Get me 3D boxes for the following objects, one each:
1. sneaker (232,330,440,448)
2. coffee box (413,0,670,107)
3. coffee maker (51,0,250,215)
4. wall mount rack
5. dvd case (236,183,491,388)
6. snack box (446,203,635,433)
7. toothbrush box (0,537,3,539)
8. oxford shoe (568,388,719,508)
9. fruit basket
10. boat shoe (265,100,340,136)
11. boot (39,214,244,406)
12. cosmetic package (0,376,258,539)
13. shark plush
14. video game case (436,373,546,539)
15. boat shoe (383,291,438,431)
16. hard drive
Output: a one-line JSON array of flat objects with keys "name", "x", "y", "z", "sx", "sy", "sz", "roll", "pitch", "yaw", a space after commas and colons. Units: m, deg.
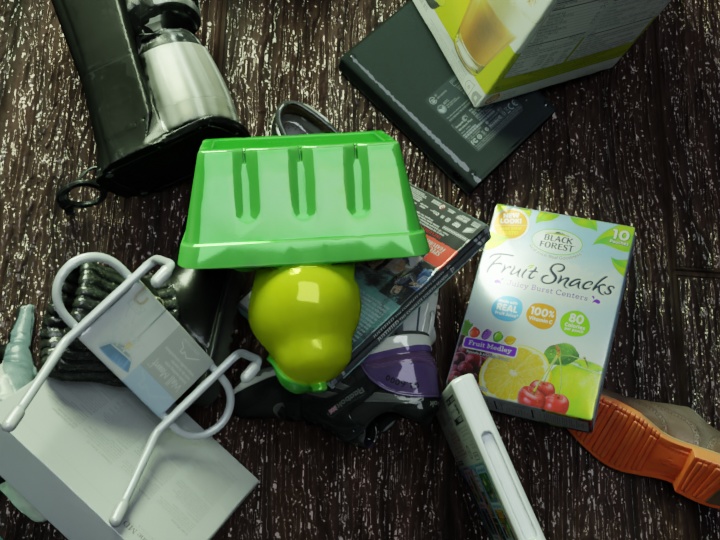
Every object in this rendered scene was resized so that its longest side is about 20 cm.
[{"name": "sneaker", "x": -0.026, "y": 0.120, "z": 0.848, "sx": 0.200, "sy": 0.076, "sz": 0.088, "roll": -17, "pitch": 71, "yaw": 20}, {"name": "coffee box", "x": 0.187, "y": -0.321, "z": 0.972, "sx": 0.200, "sy": 0.198, "sz": 0.200, "roll": -20, "pitch": 73, "yaw": -26}, {"name": "coffee maker", "x": -0.225, "y": -0.186, "z": 0.915, "sx": 0.192, "sy": 0.135, "sz": 0.200, "roll": -17, "pitch": 76, "yaw": -14}, {"name": "wall mount rack", "x": -0.180, "y": 0.089, "z": 0.753, "sx": 0.174, "sy": 0.075, "sz": 0.200, "roll": -46, "pitch": 117, "yaw": -15}, {"name": "dvd case", "x": 0.000, "y": 0.000, "z": 0.864, "sx": 0.200, "sy": 0.022, "sz": 0.146, "roll": -42, "pitch": 47, "yaw": -17}, {"name": "snack box", "x": 0.178, "y": 0.043, "z": 0.932, "sx": 0.142, "sy": 0.053, "sz": 0.200, "roll": 12, "pitch": 70, "yaw": 18}, {"name": "toothbrush box", "x": -0.387, "y": 0.237, "z": 0.780, "sx": 0.146, "sy": 0.085, "sz": 0.200, "roll": -40, "pitch": 84, "yaw": -17}, {"name": "oxford shoe", "x": 0.287, "y": 0.161, "z": 0.943, "sx": 0.200, "sy": 0.071, "sz": 0.073, "roll": 29, "pitch": 38, "yaw": 7}, {"name": "fruit basket", "x": -0.047, "y": -0.009, "z": 0.792, "sx": 0.215, "sy": 0.156, "sz": 0.216, "roll": -2, "pitch": 104, "yaw": -6}, {"name": "boat shoe", "x": -0.017, "y": -0.091, "z": 0.960, "sx": 0.074, "sy": 0.060, "sz": 0.200, "roll": -38, "pitch": 83, "yaw": -20}, {"name": "boot", "x": -0.190, "y": 0.010, "z": 0.849, "sx": 0.158, "sy": 0.079, "sz": 0.211, "roll": 20, "pitch": 58, "yaw": -31}, {"name": "cosmetic package", "x": -0.203, "y": 0.164, "z": 0.808, "sx": 0.200, "sy": 0.052, "sz": 0.151, "roll": 42, "pitch": 27, "yaw": 4}, {"name": "shark plush", "x": -0.301, "y": 0.132, "z": 0.860, "sx": 0.083, "sy": 0.091, "sz": 0.200, "roll": 2, "pitch": 50, "yaw": -29}, {"name": "video game case", "x": 0.114, "y": 0.187, "z": 0.822, "sx": 0.024, "sy": 0.200, "sz": 0.182, "roll": -22, "pitch": 78, "yaw": -5}, {"name": "boat shoe", "x": 0.044, "y": 0.059, "z": 0.919, "sx": 0.065, "sy": 0.074, "sz": 0.200, "roll": 16, "pitch": 86, "yaw": -41}, {"name": "hard drive", "x": 0.094, "y": -0.197, "z": 1.027, "sx": 0.200, "sy": 0.033, "sz": 0.140, "roll": 45, "pitch": 71, "yaw": 5}]
